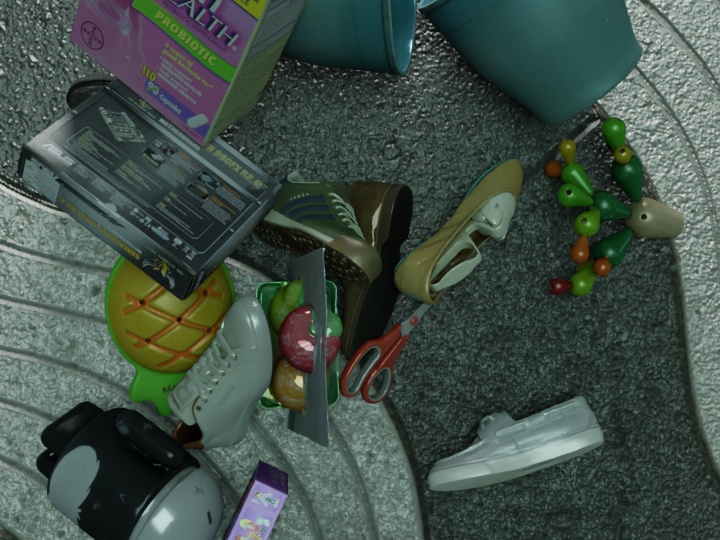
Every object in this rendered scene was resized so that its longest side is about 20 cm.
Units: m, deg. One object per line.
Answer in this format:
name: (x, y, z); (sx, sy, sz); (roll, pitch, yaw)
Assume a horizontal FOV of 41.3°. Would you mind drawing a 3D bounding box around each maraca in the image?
maraca: (-0.197, 0.058, 1.008); (0.136, 0.107, 0.201); (-9, 108, -15)

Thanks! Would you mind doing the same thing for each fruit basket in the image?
fruit basket: (-0.050, 0.076, 0.970); (0.093, 0.200, 0.186); (0, 86, -20)

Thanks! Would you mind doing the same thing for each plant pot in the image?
plant pot: (-0.045, -0.306, 0.997); (0.187, 0.200, 0.201); (2, 86, 11)
plant pot: (0.195, -0.269, 1.021); (0.200, 0.200, 0.188); (-42, 106, -6)

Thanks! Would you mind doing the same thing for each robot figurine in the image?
robot figurine: (-0.233, 0.220, 0.974); (0.199, 0.150, 0.125); (33, 75, 14)

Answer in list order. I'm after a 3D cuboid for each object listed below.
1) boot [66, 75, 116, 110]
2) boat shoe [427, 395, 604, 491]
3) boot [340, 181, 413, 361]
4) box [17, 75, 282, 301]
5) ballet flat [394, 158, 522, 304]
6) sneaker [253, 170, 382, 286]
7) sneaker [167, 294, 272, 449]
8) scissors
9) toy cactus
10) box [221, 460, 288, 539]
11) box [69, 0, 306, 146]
boot: (-0.239, -0.108, 0.982); (0.199, 0.069, 0.175); (25, 43, -4)
boat shoe: (0.165, 0.188, 1.048); (0.199, 0.072, 0.069); (-18, 67, 1)
boot: (0.000, 0.000, 1.055); (0.075, 0.074, 0.201); (12, 90, 26)
box: (-0.199, -0.087, 0.921); (0.200, 0.048, 0.159); (37, 46, 1)
ballet flat: (0.124, -0.038, 1.048); (0.200, 0.069, 0.063); (-46, 49, -7)
sneaker: (-0.036, -0.056, 0.999); (0.090, 0.200, 0.067); (-49, 134, -18)
sneaker: (-0.146, 0.113, 0.965); (0.084, 0.073, 0.201); (-7, 132, -33)
scissors: (0.047, 0.060, 1.050); (0.073, 0.014, 0.200); (38, 83, -40)
toy cactus: (0.282, -0.062, 1.069); (0.164, 0.102, 0.201); (11, 83, -23)
box: (-0.132, 0.303, 0.980); (0.039, 0.137, 0.201); (25, 86, -2)
box: (-0.159, -0.255, 0.903); (0.176, 0.200, 0.097); (39, 44, 3)
